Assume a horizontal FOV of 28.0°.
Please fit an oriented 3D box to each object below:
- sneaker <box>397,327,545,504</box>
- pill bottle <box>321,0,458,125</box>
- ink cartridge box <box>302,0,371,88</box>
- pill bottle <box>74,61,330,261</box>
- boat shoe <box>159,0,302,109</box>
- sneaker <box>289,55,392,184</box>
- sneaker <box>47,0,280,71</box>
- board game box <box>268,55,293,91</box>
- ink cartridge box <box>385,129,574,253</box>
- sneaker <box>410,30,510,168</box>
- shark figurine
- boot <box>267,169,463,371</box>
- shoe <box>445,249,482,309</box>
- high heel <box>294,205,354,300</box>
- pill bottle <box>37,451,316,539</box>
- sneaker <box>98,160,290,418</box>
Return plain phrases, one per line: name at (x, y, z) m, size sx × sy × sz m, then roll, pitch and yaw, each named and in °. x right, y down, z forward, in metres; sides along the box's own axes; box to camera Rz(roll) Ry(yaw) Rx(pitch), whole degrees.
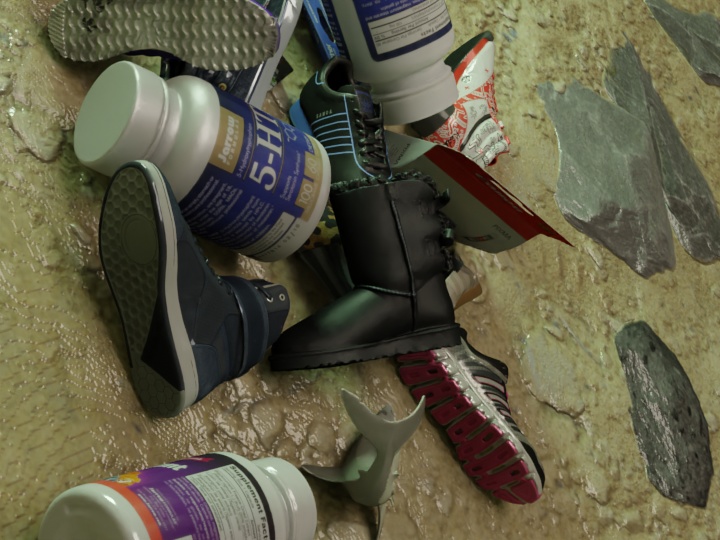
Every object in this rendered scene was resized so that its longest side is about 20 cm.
sneaker at (0.123, 0.135, 1.418) m, size 0.200 × 0.074 × 0.087 m, roll 52°, pitch 43°, yaw -2°
pill bottle at (0.029, -0.256, 1.462) m, size 0.120 × 0.119 × 0.201 m, roll -47°, pitch 124°, yaw -53°
ink cartridge box at (0.005, -0.259, 1.579) m, size 0.199 × 0.042 × 0.120 m, roll -11°, pitch 75°, yaw -52°
pill bottle at (-0.134, -0.094, 1.223) m, size 0.199 × 0.119 × 0.120 m, roll 24°, pitch 49°, yaw -38°
boat shoe at (-0.120, -0.218, 1.332) m, size 0.091 × 0.071 × 0.201 m, roll 26°, pitch 74°, yaw -33°
sneaker at (-0.006, -0.125, 1.397) m, size 0.070 × 0.078 × 0.201 m, roll 9°, pitch 40°, yaw -41°
sneaker at (-0.161, -0.219, 1.257) m, size 0.100 × 0.199 × 0.070 m, roll -62°, pitch 156°, yaw -69°
board game box at (-0.151, -0.254, 1.408) m, size 0.200 × 0.023 × 0.105 m, roll 53°, pitch 37°, yaw -8°
ink cartridge box at (0.103, -0.068, 1.456) m, size 0.162 × 0.050 × 0.200 m, roll 37°, pitch -3°, yaw -27°
sneaker at (0.131, -0.185, 1.660) m, size 0.108 × 0.067 × 0.202 m, roll 48°, pitch 41°, yaw -16°
shark figurine at (-0.005, 0.165, 1.226) m, size 0.089 × 0.215 × 0.129 m, roll 13°, pitch 81°, yaw 1°
boot at (0.000, 0.000, 1.293) m, size 0.197 × 0.073 × 0.164 m, roll -9°, pitch 89°, yaw -21°
shoe at (0.064, 0.028, 1.424) m, size 0.200 × 0.070 × 0.054 m, roll -35°, pitch 112°, yaw -63°
high heel at (0.009, -0.048, 1.414) m, size 0.143 × 0.071 × 0.200 m, roll 56°, pitch 41°, yaw -7°
pill bottle at (-0.125, 0.194, 1.052) m, size 0.199 × 0.111 × 0.112 m, roll -6°, pitch 71°, yaw -52°
sneaker at (-0.131, -0.001, 1.172) m, size 0.146 × 0.077 × 0.204 m, roll -24°, pitch 112°, yaw -49°
